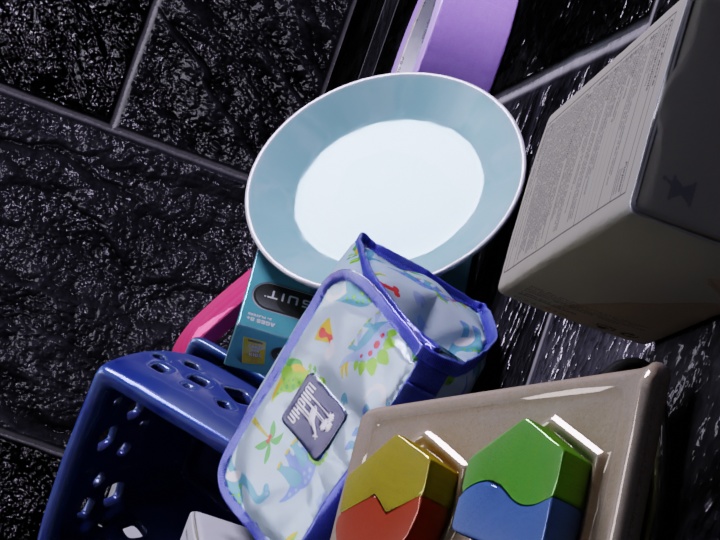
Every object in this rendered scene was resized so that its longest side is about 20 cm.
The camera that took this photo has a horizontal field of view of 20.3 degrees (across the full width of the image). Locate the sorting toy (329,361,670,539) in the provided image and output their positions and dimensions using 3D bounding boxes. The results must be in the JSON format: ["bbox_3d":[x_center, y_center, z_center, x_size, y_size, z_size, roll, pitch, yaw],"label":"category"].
[{"bbox_3d":[0.030,0.129,0.763,0.200,0.036,0.186,-18,52,54],"label":"sorting toy"}]

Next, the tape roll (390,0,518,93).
[{"bbox_3d":[0.072,-0.177,1.729,0.200,0.065,0.201,-160,90,-84],"label":"tape roll"}]

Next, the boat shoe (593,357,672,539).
[{"bbox_3d":[0.081,0.118,0.789,0.066,0.071,0.201,110,180,-51],"label":"boat shoe"}]

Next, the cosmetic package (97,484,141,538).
[{"bbox_3d":[-0.190,0.290,2.073,0.166,0.166,0.201,124,164,-62],"label":"cosmetic package"}]

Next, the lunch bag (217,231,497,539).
[{"bbox_3d":[0.000,0.089,1.235,0.171,0.127,0.200,-59,11,13],"label":"lunch bag"}]

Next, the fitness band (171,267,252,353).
[{"bbox_3d":[-0.080,0.066,1.822,0.200,0.144,0.037,-41,41,7],"label":"fitness band"}]

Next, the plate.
[{"bbox_3d":[0.018,-0.057,1.391,0.026,0.199,0.201,71,-154,-48],"label":"plate"}]

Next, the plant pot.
[{"bbox_3d":[-0.130,0.182,1.718,0.180,0.199,0.201,-28,-36,-61],"label":"plant pot"}]

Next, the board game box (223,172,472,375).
[{"bbox_3d":[0.000,0.000,1.423,0.047,0.150,0.201,111,174,-47],"label":"board game box"}]

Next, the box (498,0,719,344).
[{"bbox_3d":[0.126,-0.035,0.825,0.200,0.077,0.095,141,148,-77],"label":"box"}]

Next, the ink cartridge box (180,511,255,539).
[{"bbox_3d":[-0.069,0.271,1.241,0.084,0.145,0.201,-130,59,-78],"label":"ink cartridge box"}]
